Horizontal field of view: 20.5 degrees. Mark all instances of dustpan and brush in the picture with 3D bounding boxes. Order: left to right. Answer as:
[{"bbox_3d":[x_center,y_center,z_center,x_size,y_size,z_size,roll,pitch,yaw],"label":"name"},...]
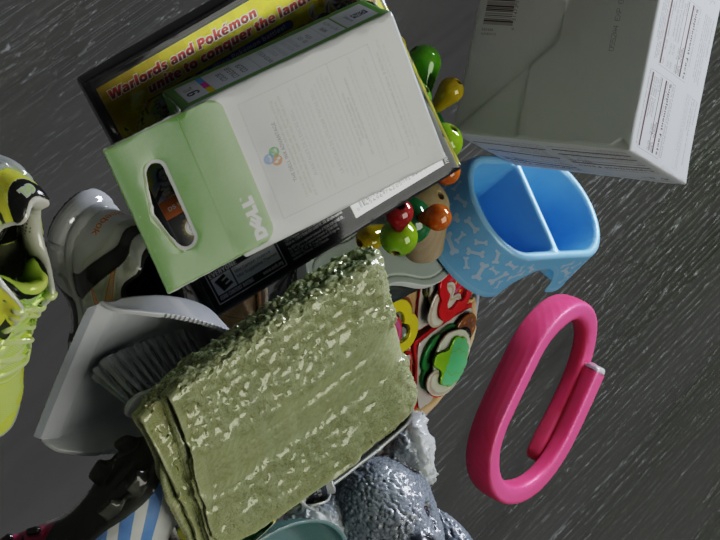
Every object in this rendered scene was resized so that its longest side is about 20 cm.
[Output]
[{"bbox_3d":[-0.098,0.067,1.285,0.199,0.057,0.140,-12,144,-38],"label":"dustpan and brush"}]

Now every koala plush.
[{"bbox_3d":[0.029,0.230,1.639,0.177,0.184,0.201,-38,120,-14],"label":"koala plush"}]

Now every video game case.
[{"bbox_3d":[-0.055,-0.095,1.284,0.199,0.025,0.181,-31,114,-10],"label":"video game case"}]

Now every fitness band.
[{"bbox_3d":[0.165,0.120,1.837,0.143,0.037,0.201,28,86,-57],"label":"fitness band"}]

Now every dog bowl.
[{"bbox_3d":[0.126,-0.041,1.607,0.049,0.112,0.199,-32,163,32],"label":"dog bowl"}]

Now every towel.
[{"bbox_3d":[-0.050,0.084,1.270,0.200,0.036,0.149,-35,131,-26],"label":"towel"}]

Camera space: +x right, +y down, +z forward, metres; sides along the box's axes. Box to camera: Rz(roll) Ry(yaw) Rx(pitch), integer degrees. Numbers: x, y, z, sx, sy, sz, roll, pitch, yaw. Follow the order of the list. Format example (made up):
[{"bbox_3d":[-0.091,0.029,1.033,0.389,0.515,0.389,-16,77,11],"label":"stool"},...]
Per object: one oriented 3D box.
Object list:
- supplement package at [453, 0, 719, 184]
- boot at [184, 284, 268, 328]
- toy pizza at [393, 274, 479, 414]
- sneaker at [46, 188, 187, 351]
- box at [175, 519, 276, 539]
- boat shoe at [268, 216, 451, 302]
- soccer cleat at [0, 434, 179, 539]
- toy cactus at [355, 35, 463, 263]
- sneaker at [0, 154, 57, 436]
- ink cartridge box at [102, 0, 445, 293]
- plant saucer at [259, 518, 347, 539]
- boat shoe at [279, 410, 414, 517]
[{"bbox_3d":[0.179,-0.181,1.520,0.111,0.155,0.201,21,79,-56],"label":"supplement package"},{"bbox_3d":[-0.104,0.001,1.375,0.075,0.074,0.201,-7,114,-31],"label":"boot"},{"bbox_3d":[0.043,0.059,1.632,0.200,0.032,0.201,-33,135,-40],"label":"toy pizza"},{"bbox_3d":[-0.150,0.042,1.313,0.074,0.080,0.201,-45,143,-30],"label":"sneaker"},{"bbox_3d":[-0.078,0.136,1.392,0.117,0.048,0.201,-45,-165,44],"label":"box"},{"bbox_3d":[0.000,0.000,1.512,0.060,0.076,0.199,-36,167,35],"label":"boat shoe"},{"bbox_3d":[-0.171,0.186,1.308,0.200,0.070,0.086,-41,132,23],"label":"soccer cleat"},{"bbox_3d":[0.032,-0.068,1.445,0.166,0.101,0.201,82,2,-48],"label":"toy cactus"},{"bbox_3d":[-0.225,0.023,1.197,0.075,0.076,0.201,-33,136,-42],"label":"sneaker"},{"bbox_3d":[-0.058,-0.079,1.240,0.199,0.059,0.104,-27,113,-11],"label":"ink cartridge box"},{"bbox_3d":[-0.091,0.263,1.505,0.200,0.036,0.201,-34,143,-30],"label":"plant saucer"},{"bbox_3d":[-0.043,0.150,1.525,0.199,0.068,0.072,-33,137,-25],"label":"boat shoe"}]
